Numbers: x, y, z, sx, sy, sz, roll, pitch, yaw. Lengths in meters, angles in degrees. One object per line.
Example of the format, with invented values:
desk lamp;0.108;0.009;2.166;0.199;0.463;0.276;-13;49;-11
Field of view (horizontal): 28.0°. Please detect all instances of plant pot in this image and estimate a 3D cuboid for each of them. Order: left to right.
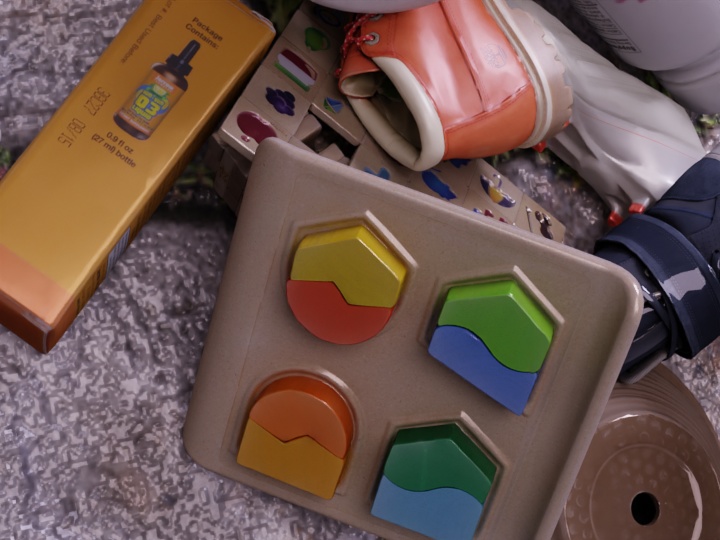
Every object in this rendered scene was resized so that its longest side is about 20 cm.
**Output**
plant pot;0.134;0.132;0.789;0.199;0.093;0.203;3;80;-20

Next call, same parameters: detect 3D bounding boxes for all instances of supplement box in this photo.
supplement box;-0.126;-0.059;0.738;0.066;0.069;0.201;35;73;-1

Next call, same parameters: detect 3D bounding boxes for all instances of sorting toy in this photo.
sorting toy;0.015;0.052;0.700;0.198;0.036;0.187;22;116;9

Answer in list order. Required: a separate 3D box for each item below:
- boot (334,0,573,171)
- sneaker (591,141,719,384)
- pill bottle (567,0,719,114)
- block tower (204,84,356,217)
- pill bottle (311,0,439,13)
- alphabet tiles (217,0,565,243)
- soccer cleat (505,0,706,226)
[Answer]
boot;0.019;-0.142;0.779;0.107;0.075;0.201;-23;69;-28
sneaker;0.202;0.019;0.742;0.146;0.202;0.077;-33;125;-13
pill bottle;0.165;-0.187;0.820;0.200;0.113;0.114;40;69;-31
block tower;0.000;0.000;0.766;0.058;0.054;0.201;-36;83;-20
pill bottle;0.007;-0.242;0.726;0.111;0.112;0.202;6;69;-19
alphabet tiles;0.029;-0.055;0.780;0.199;0.008;0.168;38;37;-11
soccer cleat;0.141;-0.094;0.847;0.200;0.069;0.078;46;64;-15
